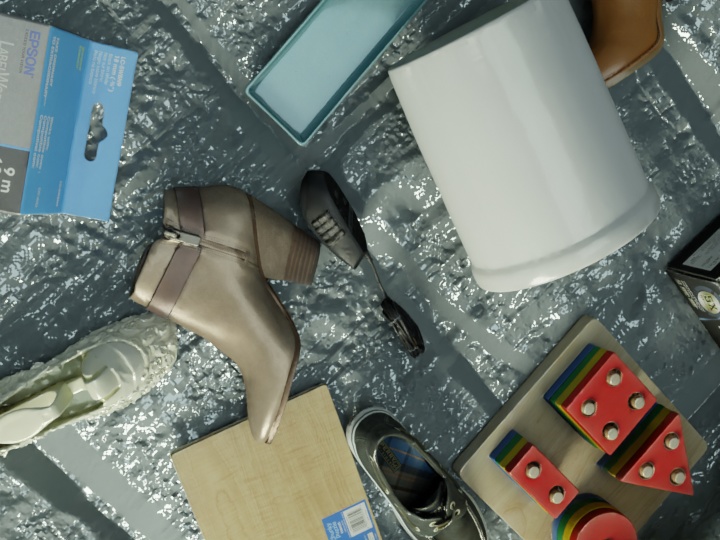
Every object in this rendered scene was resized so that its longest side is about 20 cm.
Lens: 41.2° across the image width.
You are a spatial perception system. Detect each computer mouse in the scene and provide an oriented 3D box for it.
[{"bbox_3d":[0.000,0.000,0.838,0.034,0.059,0.201,-26,110,12],"label":"computer mouse"}]

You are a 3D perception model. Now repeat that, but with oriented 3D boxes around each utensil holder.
[{"bbox_3d":[0.133,-0.112,0.799,0.169,0.170,0.202,-30,102,-10],"label":"utensil holder"}]

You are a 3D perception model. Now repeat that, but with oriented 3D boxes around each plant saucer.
[{"bbox_3d":[-0.012,-0.204,0.818,0.070,0.019,0.201,41,86,-18],"label":"plant saucer"}]

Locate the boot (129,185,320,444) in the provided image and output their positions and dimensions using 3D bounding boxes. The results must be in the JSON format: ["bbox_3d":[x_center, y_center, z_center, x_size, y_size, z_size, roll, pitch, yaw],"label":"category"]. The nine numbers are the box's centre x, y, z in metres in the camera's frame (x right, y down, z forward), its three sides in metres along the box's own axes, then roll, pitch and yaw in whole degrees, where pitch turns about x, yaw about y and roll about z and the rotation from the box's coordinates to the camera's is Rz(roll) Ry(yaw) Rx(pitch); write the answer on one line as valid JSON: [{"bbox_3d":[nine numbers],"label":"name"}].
[{"bbox_3d":[-0.119,0.032,0.794,0.144,0.070,0.203,14,85,-20],"label":"boot"}]

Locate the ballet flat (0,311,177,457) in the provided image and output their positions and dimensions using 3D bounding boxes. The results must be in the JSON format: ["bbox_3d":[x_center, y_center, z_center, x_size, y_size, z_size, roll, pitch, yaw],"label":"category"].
[{"bbox_3d":[-0.233,0.100,0.773,0.198,0.072,0.073,-27,105,-12],"label":"ballet flat"}]

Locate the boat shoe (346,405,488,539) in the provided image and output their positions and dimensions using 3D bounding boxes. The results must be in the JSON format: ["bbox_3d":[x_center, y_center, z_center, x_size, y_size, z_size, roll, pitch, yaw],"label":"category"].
[{"bbox_3d":[0.058,0.207,0.873,0.069,0.057,0.200,-43,112,-7],"label":"boat shoe"}]

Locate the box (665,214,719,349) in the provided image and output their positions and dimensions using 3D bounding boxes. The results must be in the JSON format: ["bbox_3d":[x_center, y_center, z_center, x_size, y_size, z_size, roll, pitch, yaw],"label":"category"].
[{"bbox_3d":[0.430,-0.002,0.942,0.200,0.086,0.164,-42,108,-7],"label":"box"}]

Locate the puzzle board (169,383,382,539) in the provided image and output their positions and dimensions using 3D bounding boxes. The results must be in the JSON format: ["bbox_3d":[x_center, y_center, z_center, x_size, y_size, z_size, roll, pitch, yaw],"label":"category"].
[{"bbox_3d":[-0.067,0.221,0.865,0.149,0.017,0.202,-23,104,-13],"label":"puzzle board"}]

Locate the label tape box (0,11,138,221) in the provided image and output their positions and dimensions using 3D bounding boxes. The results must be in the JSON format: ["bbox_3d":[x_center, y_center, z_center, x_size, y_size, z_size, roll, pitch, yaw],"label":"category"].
[{"bbox_3d":[-0.279,-0.122,0.727,0.197,0.063,0.146,10,96,-17],"label":"label tape box"}]

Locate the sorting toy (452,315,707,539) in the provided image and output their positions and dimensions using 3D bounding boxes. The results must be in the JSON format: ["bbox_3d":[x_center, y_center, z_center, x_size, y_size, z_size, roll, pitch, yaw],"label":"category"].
[{"bbox_3d":[0.227,0.187,0.918,0.200,0.070,0.199,-47,107,-6],"label":"sorting toy"}]

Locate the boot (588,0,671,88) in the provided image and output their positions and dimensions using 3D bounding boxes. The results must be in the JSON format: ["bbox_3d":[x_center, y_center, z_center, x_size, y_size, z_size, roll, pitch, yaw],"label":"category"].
[{"bbox_3d":[0.216,-0.265,0.844,0.155,0.077,0.200,44,83,-19],"label":"boot"}]
